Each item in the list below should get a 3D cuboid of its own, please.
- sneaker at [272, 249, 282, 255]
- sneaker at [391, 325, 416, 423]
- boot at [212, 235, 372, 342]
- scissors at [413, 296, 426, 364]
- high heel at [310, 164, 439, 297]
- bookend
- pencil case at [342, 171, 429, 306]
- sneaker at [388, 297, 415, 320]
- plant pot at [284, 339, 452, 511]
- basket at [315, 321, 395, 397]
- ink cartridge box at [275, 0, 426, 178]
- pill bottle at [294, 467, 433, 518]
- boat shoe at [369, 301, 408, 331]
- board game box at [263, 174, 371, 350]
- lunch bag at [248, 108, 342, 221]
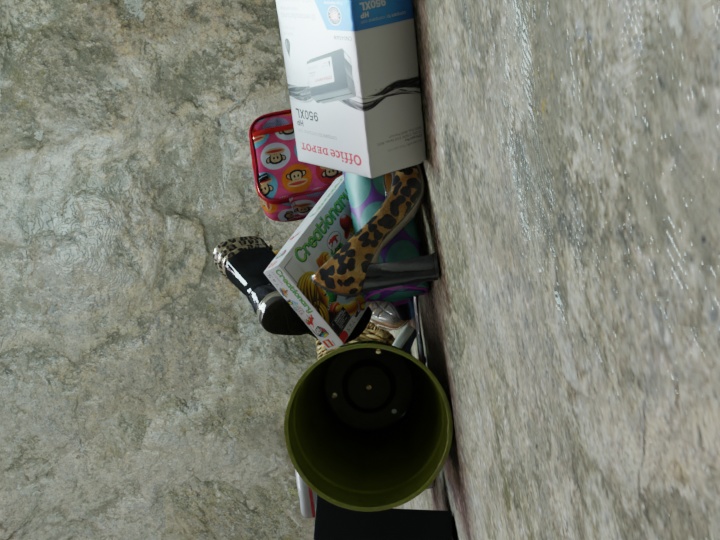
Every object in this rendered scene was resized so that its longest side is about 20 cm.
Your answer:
[{"bbox_3d":[-0.054,0.015,1.377,0.088,0.198,0.076,165,111,-66],"label":"sneaker"},{"bbox_3d":[0.057,0.180,1.374,0.075,0.084,0.202,-28,-42,-78],"label":"sneaker"},{"bbox_3d":[-0.088,0.025,1.260,0.150,0.199,0.074,42,112,36],"label":"boot"},{"bbox_3d":[0.083,0.133,1.305,0.073,0.014,0.202,94,166,-75],"label":"scissors"},{"bbox_3d":[0.003,-0.071,1.103,0.072,0.141,0.202,92,169,-68],"label":"high heel"},{"bbox_3d":[0.038,0.331,1.301,0.092,0.196,0.202,88,-176,-59],"label":"bookend"},{"bbox_3d":[0.028,-0.062,1.190,0.092,0.084,0.202,81,179,-79],"label":"pencil case"},{"bbox_3d":[0.000,0.000,1.319,0.199,0.083,0.071,41,-166,-22],"label":"sneaker"},{"bbox_3d":[0.011,0.171,1.232,0.193,0.198,0.203,-80,-17,-81],"label":"plant pot"},{"bbox_3d":[0.005,0.161,1.570,0.201,0.141,0.150,82,179,-47],"label":"basket"},{"bbox_3d":[-0.011,-0.213,1.048,0.144,0.084,0.202,20,124,50],"label":"ink cartridge box"},{"bbox_3d":[0.004,0.297,1.442,0.109,0.198,0.110,172,90,-86],"label":"pill bottle"},{"bbox_3d":[0.039,0.051,1.458,0.072,0.076,0.200,52,178,-20],"label":"boat shoe"},{"bbox_3d":[-0.026,-0.016,1.205,0.127,0.034,0.201,51,-135,-18],"label":"board game box"},{"bbox_3d":[-0.057,-0.169,1.389,0.082,0.198,0.178,79,180,-62],"label":"lunch bag"}]
